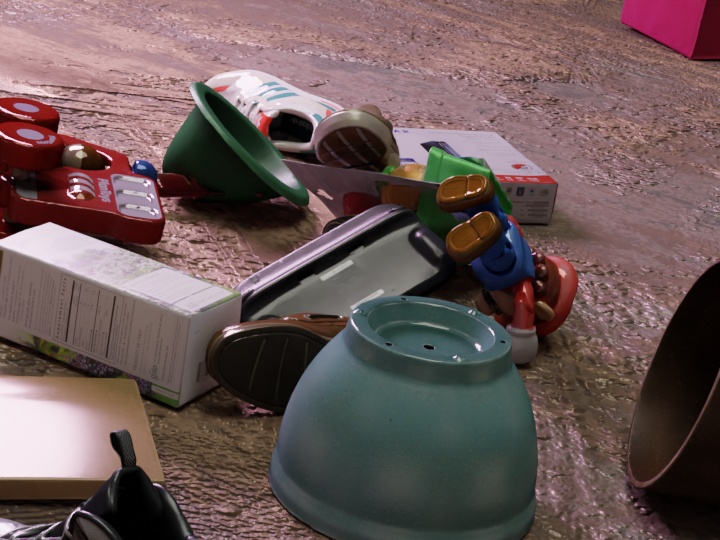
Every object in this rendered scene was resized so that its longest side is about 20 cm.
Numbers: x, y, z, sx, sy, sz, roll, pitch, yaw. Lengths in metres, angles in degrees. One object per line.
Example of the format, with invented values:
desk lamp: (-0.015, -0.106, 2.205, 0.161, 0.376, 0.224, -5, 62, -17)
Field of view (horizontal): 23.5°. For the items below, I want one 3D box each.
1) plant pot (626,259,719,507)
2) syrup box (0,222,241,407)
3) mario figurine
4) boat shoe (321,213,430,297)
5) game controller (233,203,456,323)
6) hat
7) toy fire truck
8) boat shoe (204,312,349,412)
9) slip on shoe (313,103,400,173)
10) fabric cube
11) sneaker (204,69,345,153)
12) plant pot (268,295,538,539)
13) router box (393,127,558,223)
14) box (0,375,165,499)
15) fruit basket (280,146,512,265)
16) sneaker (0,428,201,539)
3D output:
plant pot: (0.333, 0.115, 1.324, 0.199, 0.187, 0.187, 23, 20, -5)
syrup box: (-0.203, 0.033, 1.401, 0.199, 0.082, 0.079, 18, 21, 23)
mario figurine: (0.115, 0.004, 1.536, 0.106, 0.124, 0.200, 13, -22, 36)
boat shoe: (0.000, 0.001, 1.585, 0.066, 0.072, 0.201, 4, 25, -27)
game controller: (-0.015, 0.012, 1.502, 0.200, 0.042, 0.104, -30, 62, -24)
hat: (-0.182, -0.083, 1.804, 0.200, 0.176, 0.166, 44, 10, -18)
toy fire truck: (-0.272, -0.081, 1.633, 0.167, 0.112, 0.200, 10, 20, -16)
boat shoe: (-0.045, 0.071, 1.401, 0.199, 0.072, 0.068, 7, 15, -34)
slip on shoe: (0.000, -0.134, 1.693, 0.076, 0.061, 0.200, -6, -12, 13)
fabric cube: (0.585, -0.470, 2.884, 0.196, 0.201, 0.199, -2, 26, -30)
sneaker: (-0.111, -0.184, 2.017, 0.199, 0.071, 0.093, 21, 17, 20)
plant pot: (0.041, 0.100, 1.258, 0.200, 0.135, 0.200, 9, 20, -3)
router box: (0.092, -0.108, 1.939, 0.199, 0.049, 0.180, 1, 23, -22)
box: (-0.250, 0.118, 1.242, 0.199, 0.021, 0.164, 3, 22, -17)
fruit basket: (0.043, -0.071, 1.695, 0.199, 0.094, 0.185, 14, -12, 22)
sneaker: (-0.160, 0.152, 1.022, 0.200, 0.140, 0.078, 22, 24, 28)
